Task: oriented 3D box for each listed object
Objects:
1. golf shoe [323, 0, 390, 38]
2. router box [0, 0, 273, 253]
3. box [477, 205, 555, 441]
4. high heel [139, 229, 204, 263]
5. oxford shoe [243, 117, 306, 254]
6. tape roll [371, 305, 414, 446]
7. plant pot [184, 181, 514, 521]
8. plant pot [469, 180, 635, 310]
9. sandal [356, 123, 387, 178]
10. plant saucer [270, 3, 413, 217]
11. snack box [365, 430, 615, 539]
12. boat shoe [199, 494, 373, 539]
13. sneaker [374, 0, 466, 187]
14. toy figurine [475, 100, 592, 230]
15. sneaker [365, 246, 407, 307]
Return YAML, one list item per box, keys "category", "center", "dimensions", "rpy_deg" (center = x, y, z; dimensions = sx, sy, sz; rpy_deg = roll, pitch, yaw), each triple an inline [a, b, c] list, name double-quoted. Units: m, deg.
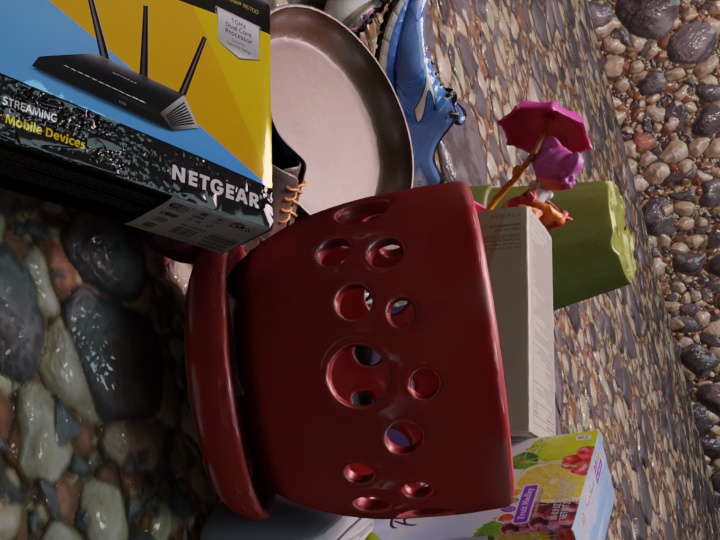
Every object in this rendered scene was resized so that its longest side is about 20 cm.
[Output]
- category: "golf shoe"
  center: [-0.010, -0.286, 1.114]
  dimensions: [0.092, 0.073, 0.200]
  rpy_deg: [36, 42, -14]
- category: "router box"
  center: [-0.137, -0.106, 0.612]
  dimensions: [0.200, 0.051, 0.150]
  rpy_deg: [17, 61, -42]
- category: "box"
  center: [0.124, 0.054, 1.023]
  dimensions: [0.095, 0.077, 0.201]
  rpy_deg: [40, 49, -60]
- category: "high heel"
  center: [-0.128, -0.105, 0.738]
  dimensions: [0.096, 0.067, 0.201]
  rpy_deg: [77, 9, -71]
- category: "oxford shoe"
  center: [-0.070, -0.041, 0.805]
  dimensions: [0.071, 0.073, 0.201]
  rpy_deg: [-50, 126, -64]
- category: "tape roll"
  center: [0.075, 0.109, 1.081]
  dimensions: [0.200, 0.065, 0.201]
  rpy_deg: [-4, 90, -69]
- category: "plant pot"
  center: [-0.007, 0.055, 0.712]
  dimensions: [0.200, 0.182, 0.201]
  rpy_deg: [-7, 90, -89]
- category: "plant pot"
  center: [0.219, -0.027, 1.372]
  dimensions: [0.200, 0.189, 0.201]
  rpy_deg: [-12, 90, -70]
- category: "sandal"
  center: [0.014, -0.072, 1.053]
  dimensions: [0.079, 0.059, 0.207]
  rpy_deg: [-49, 125, -65]
- category: "plant saucer"
  center: [-0.031, -0.117, 0.943]
  dimensions: [0.200, 0.032, 0.201]
  rpy_deg: [26, 55, -43]
- category: "snack box"
  center: [0.086, 0.197, 0.903]
  dimensions: [0.169, 0.199, 0.068]
  rpy_deg: [-43, 119, -66]
- category: "boat shoe"
  center: [-0.037, 0.179, 0.781]
  dimensions: [0.200, 0.073, 0.066]
  rpy_deg: [-12, 115, -56]
- category: "sneaker"
  center: [0.056, -0.170, 1.100]
  dimensions: [0.079, 0.089, 0.201]
  rpy_deg: [-92, -177, -72]
- category: "toy figurine"
  center: [0.162, -0.079, 1.158]
  dimensions: [0.150, 0.184, 0.200]
  rpy_deg: [25, 15, -28]
- category: "sneaker"
  center: [0.000, 0.000, 0.934]
  dimensions: [0.200, 0.087, 0.076]
  rpy_deg: [-19, 100, -62]
